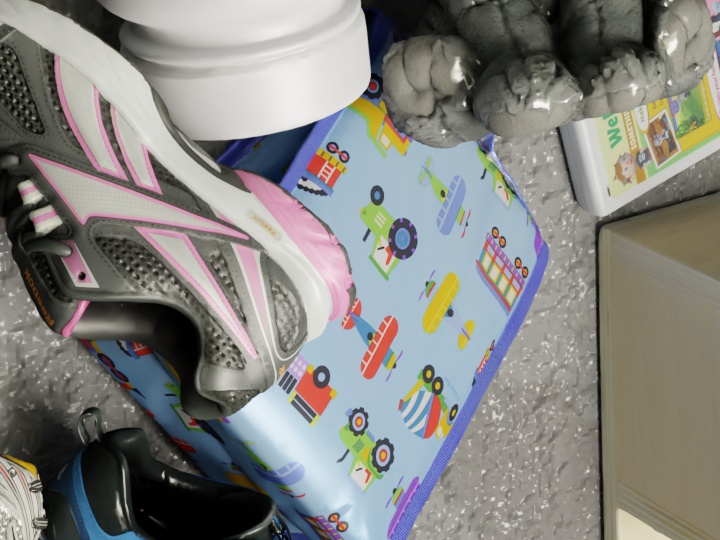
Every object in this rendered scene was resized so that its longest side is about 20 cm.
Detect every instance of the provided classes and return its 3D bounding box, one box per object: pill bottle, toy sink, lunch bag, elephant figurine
[{"bbox_3d":[-0.055,-0.158,0.892,0.113,0.113,0.201,-20,117,-26],"label":"pill bottle"},{"bbox_3d":[0.198,0.071,1.143,0.130,0.112,0.201,-15,114,-28],"label":"toy sink"},{"bbox_3d":[0.000,0.000,1.012,0.200,0.094,0.151,-52,124,-18],"label":"lunch bag"},{"bbox_3d":[0.061,-0.157,0.952,0.141,0.155,0.201,-18,96,-44],"label":"elephant figurine"}]

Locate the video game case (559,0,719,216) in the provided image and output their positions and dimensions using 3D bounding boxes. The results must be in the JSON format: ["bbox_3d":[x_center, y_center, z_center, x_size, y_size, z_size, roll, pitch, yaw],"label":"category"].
[{"bbox_3d":[0.153,-0.151,1.090,0.182,0.022,0.201,-30,122,-22],"label":"video game case"}]

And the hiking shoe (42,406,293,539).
[{"bbox_3d":[-0.046,0.137,0.979,0.199,0.075,0.087,28,123,-15],"label":"hiking shoe"}]

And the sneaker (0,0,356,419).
[{"bbox_3d":[-0.100,-0.023,0.877,0.200,0.080,0.086,35,64,2],"label":"sneaker"}]

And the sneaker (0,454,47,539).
[{"bbox_3d":[-0.143,0.113,0.917,0.082,0.078,0.200,-34,92,-28],"label":"sneaker"}]
